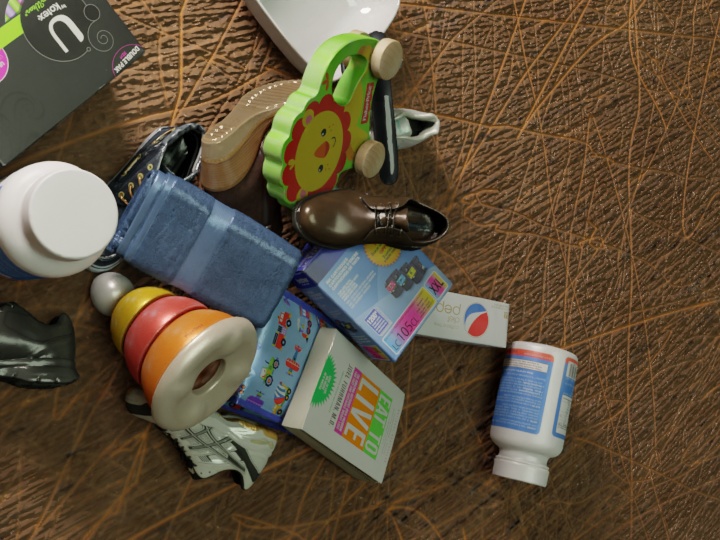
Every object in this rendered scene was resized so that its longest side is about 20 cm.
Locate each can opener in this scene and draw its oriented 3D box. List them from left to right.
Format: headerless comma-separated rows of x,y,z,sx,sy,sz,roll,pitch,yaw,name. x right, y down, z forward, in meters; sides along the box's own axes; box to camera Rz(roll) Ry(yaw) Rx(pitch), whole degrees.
0.025,-0.211,1.169,0.063,0.078,0.202,-55,135,-75,can opener

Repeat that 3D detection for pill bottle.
-0.317,-0.048,0.902,0.111,0.199,0.113,1,88,-34,pill bottle
0.257,0.216,1.357,0.112,0.112,0.202,21,77,-32,pill bottle

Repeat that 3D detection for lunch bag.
-0.088,0.123,1.143,0.199,0.094,0.152,32,68,-40,lunch bag

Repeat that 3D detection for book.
-0.016,0.178,1.172,0.200,0.048,0.135,46,57,-47,book

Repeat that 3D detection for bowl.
-0.061,-0.362,1.176,0.200,0.074,0.200,48,64,-23,bowl

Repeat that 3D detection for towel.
-0.172,-0.023,1.012,0.199,0.049,0.112,30,97,-20,towel

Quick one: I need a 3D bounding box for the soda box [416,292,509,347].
0.122,0.067,1.297,0.199,0.063,0.069,11,82,-35,soda box

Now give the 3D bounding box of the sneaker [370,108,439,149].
0.022,-0.192,1.226,0.199,0.080,0.071,-18,100,-32,sneaker

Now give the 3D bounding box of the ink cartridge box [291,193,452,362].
0.000,0.000,1.136,0.200,0.076,0.137,44,70,-15,ink cartridge box

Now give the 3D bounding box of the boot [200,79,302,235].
-0.113,-0.124,1.086,0.200,0.072,0.167,-42,139,-37,boot

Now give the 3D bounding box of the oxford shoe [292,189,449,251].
0.017,-0.063,1.059,0.198,0.084,0.073,-1,86,-28,oxford shoe

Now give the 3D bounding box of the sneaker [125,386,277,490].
-0.194,0.202,1.067,0.199,0.075,0.088,27,82,-26,sneaker

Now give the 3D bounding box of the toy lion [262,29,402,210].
-0.040,-0.173,1.056,0.191,0.068,0.202,-23,130,-52,toy lion

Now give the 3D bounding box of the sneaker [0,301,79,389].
-0.393,0.075,0.942,0.199,0.076,0.092,10,73,-41,sneaker

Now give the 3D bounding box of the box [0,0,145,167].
-0.358,-0.217,0.935,0.200,0.124,0.149,-49,114,-27,box

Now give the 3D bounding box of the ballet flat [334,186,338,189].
-0.085,-0.126,1.154,0.200,0.067,0.064,52,55,-24,ballet flat

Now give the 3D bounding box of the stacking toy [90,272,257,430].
-0.225,0.065,0.999,0.146,0.200,0.147,-41,155,-24,stacking toy

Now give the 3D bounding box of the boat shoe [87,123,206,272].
-0.249,-0.088,1.025,0.071,0.091,0.201,39,68,-27,boat shoe
